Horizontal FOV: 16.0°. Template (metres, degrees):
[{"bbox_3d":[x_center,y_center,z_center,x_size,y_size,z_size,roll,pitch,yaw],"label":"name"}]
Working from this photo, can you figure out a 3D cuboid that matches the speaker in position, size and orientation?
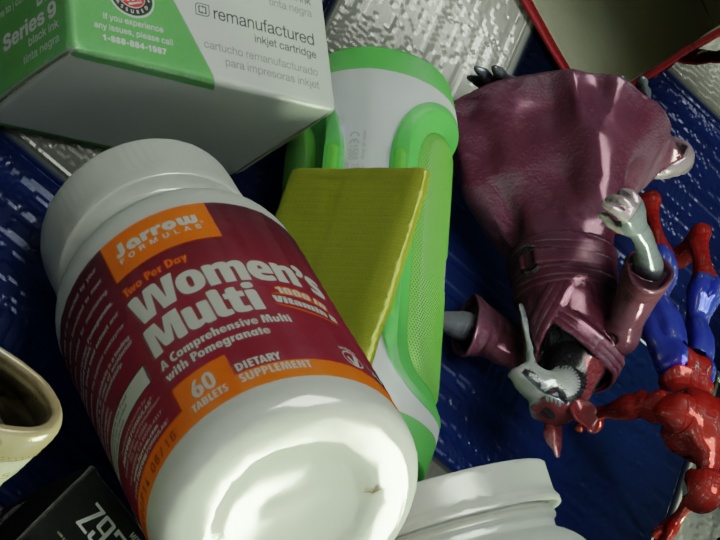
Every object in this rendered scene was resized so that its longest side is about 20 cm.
[{"bbox_3d":[0.000,0.000,1.175,0.088,0.088,0.201,23,57,-31],"label":"speaker"}]

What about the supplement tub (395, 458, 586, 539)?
[{"bbox_3d":[0.049,0.193,1.086,0.144,0.144,0.201,-5,74,-42],"label":"supplement tub"}]

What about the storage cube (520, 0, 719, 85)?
[{"bbox_3d":[0.183,-0.218,1.376,0.180,0.171,0.201,-31,90,-46],"label":"storage cube"}]

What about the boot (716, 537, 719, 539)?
[{"bbox_3d":[0.179,0.135,1.192,0.138,0.077,0.200,35,87,-42],"label":"boot"}]

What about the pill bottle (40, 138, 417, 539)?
[{"bbox_3d":[-0.061,0.036,1.036,0.109,0.110,0.200,17,26,-34],"label":"pill bottle"}]

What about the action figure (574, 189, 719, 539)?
[{"bbox_3d":[0.147,0.061,1.297,0.065,0.099,0.200,28,32,-24],"label":"action figure"}]

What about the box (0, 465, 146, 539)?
[{"bbox_3d":[-0.111,0.207,0.982,0.200,0.086,0.164,52,46,-9],"label":"box"}]

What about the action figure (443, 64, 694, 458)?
[{"bbox_3d":[0.094,0.001,1.266,0.149,0.133,0.201,42,42,-58],"label":"action figure"}]

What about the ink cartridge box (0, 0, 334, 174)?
[{"bbox_3d":[-0.100,-0.160,1.165,0.145,0.084,0.201,10,64,-38],"label":"ink cartridge box"}]

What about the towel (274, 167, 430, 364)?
[{"bbox_3d":[-0.027,0.050,1.093,0.018,0.086,0.201,32,70,-42],"label":"towel"}]

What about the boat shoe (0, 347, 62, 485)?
[{"bbox_3d":[-0.195,0.013,0.897,0.200,0.065,0.072,36,43,-21],"label":"boat shoe"}]
